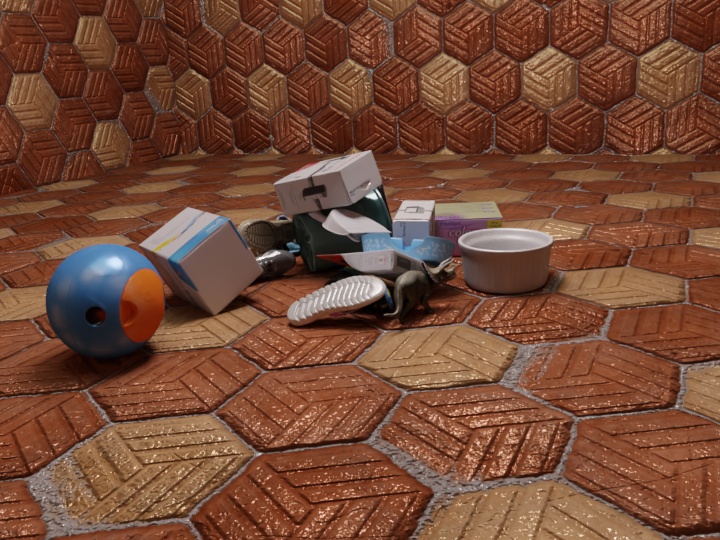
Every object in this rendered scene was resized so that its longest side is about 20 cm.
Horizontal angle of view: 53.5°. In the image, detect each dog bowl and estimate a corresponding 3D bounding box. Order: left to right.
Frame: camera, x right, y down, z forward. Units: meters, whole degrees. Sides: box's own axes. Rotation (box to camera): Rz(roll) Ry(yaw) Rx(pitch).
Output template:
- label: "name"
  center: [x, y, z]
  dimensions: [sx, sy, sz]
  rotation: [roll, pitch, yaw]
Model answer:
- label: "dog bowl"
  center: [0.098, -0.038, 1.496]
  dimensions: [0.199, 0.050, 0.112]
  rotation: [4, -11, 6]

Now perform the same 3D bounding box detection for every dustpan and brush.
- label: "dustpan and brush"
  center: [-0.047, -0.106, 1.578]
  dimensions: [0.139, 0.057, 0.200]
  rotation: [-4, 33, -48]

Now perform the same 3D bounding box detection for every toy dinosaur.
- label: "toy dinosaur"
  center: [0.096, 0.038, 1.369]
  dimensions: [0.199, 0.103, 0.077]
  rotation: [-17, 21, -40]

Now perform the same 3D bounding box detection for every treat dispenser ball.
- label: "treat dispenser ball"
  center: [-0.446, 0.054, 1.256]
  dimensions: [0.200, 0.202, 0.201]
  rotation: [-3, 17, 1]

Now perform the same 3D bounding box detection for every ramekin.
- label: "ramekin"
  center: [0.311, -0.022, 1.533]
  dimensions: [0.199, 0.098, 0.201]
  rotation: [-3, 17, 1]

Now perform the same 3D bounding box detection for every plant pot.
- label: "plant pot"
  center: [-0.050, -0.096, 1.720]
  dimensions: [0.195, 0.201, 0.200]
  rotation: [-17, 20, -17]

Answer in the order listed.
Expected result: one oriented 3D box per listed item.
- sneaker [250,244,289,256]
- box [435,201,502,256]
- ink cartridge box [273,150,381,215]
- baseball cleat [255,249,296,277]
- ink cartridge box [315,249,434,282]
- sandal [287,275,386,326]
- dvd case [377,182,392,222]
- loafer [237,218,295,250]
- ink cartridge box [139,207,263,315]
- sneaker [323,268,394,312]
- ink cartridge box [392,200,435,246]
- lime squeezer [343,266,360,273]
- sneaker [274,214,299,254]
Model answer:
- label: "sneaker"
  center: [-0.227, -0.050, 1.805]
  dimensions: [0.087, 0.076, 0.200]
  rotation: [-2, 24, -19]
- label: "box"
  center: [0.268, -0.108, 1.834]
  dimensions: [0.175, 0.097, 0.200]
  rotation: [-2, 16, 5]
- label: "ink cartridge box"
  center: [-0.073, -0.199, 1.628]
  dimensions: [0.199, 0.084, 0.144]
  rotation: [-5, 23, 37]
- label: "baseball cleat"
  center: [-0.245, 0.006, 1.644]
  dimensions: [0.199, 0.070, 0.107]
  rotation: [-9, 31, -3]
- label: "ink cartridge box"
  center: [0.031, 0.000, 1.476]
  dimensions: [0.199, 0.057, 0.162]
  rotation: [-8, -16, 36]
- label: "sandal"
  center: [-0.043, 0.063, 1.374]
  dimensions: [0.202, 0.050, 0.083]
  rotation: [-16, 42, 13]
- label: "dvd case"
  center: [0.041, -0.134, 1.788]
  dimensions: [0.016, 0.201, 0.149]
  rotation: [-25, 23, -20]
- label: "loafer"
  center: [-0.231, -0.085, 1.699]
  dimensions: [0.068, 0.076, 0.200]
  rotation: [-2, 2, 30]
- label: "ink cartridge box"
  center: [-0.340, -0.025, 1.516]
  dimensions: [0.146, 0.147, 0.200]
  rotation: [-44, 35, -23]
- label: "sneaker"
  center: [-0.004, 0.050, 1.434]
  dimensions: [0.083, 0.071, 0.199]
  rotation: [-32, 29, -27]
- label: "ink cartridge box"
  center: [0.126, -0.071, 1.651]
  dimensions: [0.083, 0.146, 0.200]
  rotation: [1, 18, 9]
- label: "lime squeezer"
  center: [0.000, 0.000, 1.631]
  dimensions: [0.070, 0.038, 0.200]
  rotation: [1, 16, 15]
- label: "sneaker"
  center: [-0.201, -0.106, 1.922]
  dimensions: [0.079, 0.096, 0.200]
  rotation: [-8, 17, -18]
